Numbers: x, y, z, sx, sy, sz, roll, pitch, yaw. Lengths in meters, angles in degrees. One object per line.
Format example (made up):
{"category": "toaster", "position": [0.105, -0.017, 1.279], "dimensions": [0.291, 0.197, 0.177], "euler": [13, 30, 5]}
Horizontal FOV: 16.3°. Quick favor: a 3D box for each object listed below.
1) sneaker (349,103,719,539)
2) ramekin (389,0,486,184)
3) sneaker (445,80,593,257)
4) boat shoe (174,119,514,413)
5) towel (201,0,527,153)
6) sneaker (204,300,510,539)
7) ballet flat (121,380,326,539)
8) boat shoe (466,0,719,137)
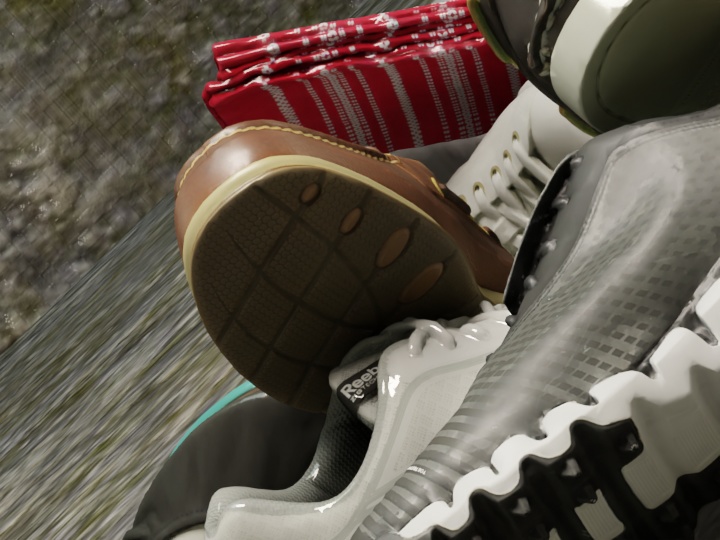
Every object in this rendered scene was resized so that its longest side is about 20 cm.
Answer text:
{"category": "sneaker", "position": [0.066, 0.016, 0.640], "dimensions": [0.200, 0.067, 0.090], "euler": [-40, 46, -7]}
{"category": "ramekin", "position": [0.045, -0.063, 1.120], "dimensions": [0.202, 0.094, 0.202], "euler": [-42, 5, 5]}
{"category": "sneaker", "position": [0.064, -0.016, 0.928], "dimensions": [0.085, 0.073, 0.200], "euler": [-47, -2, -14]}
{"category": "boat shoe", "position": [0.001, 0.000, 0.748], "dimensions": [0.072, 0.068, 0.200], "euler": [-38, -32, 13]}
{"category": "towel", "position": [0.045, -0.072, 0.950], "dimensions": [0.199, 0.023, 0.145], "euler": [-10, -13, 3]}
{"category": "sneaker", "position": [0.042, 0.037, 0.704], "dimensions": [0.200, 0.081, 0.075], "euler": [-43, 6, -10]}
{"category": "ballet flat", "position": [-0.052, 0.109, 0.843], "dimensions": [0.200, 0.068, 0.069], "euler": [-49, 38, 46]}
{"category": "boat shoe", "position": [0.092, -0.064, 0.732], "dimensions": [0.072, 0.061, 0.201], "euler": [-52, -27, 7]}
